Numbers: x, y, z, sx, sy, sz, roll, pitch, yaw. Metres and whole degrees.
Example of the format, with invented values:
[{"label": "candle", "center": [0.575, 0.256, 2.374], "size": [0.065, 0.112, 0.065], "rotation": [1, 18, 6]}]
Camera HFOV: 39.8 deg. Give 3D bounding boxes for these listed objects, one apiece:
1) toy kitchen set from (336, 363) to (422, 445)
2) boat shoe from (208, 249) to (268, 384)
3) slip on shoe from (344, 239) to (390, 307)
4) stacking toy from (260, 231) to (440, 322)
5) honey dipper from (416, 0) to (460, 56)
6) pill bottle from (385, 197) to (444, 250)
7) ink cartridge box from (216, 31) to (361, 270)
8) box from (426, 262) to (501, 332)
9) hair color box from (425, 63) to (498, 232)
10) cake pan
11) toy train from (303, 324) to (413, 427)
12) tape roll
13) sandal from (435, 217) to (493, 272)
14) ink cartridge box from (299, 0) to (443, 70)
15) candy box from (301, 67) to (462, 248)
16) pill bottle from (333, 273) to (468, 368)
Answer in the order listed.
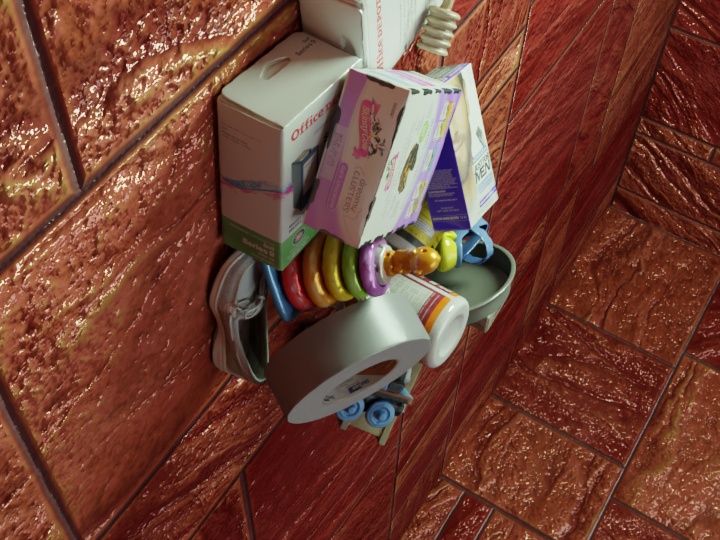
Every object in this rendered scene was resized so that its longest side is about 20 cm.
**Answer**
[{"label": "toy kitchen set", "center": [-0.004, 0.138, 1.610], "size": [0.180, 0.162, 0.201], "rotation": [-120, -126, -78]}, {"label": "boat shoe", "center": [-0.132, 0.053, 1.160], "size": [0.074, 0.064, 0.203], "rotation": [-45, 155, -44]}, {"label": "slip on shoe", "center": [0.000, 0.000, 1.347], "size": [0.061, 0.074, 0.201], "rotation": [-40, -137, 36]}, {"label": "stacking toy", "center": [-0.003, -0.008, 1.118], "size": [0.116, 0.198, 0.110], "rotation": [-62, 143, -47]}, {"label": "honey dipper", "center": [0.111, -0.333, 1.072], "size": [0.038, 0.038, 0.201], "rotation": [-21, 134, -64]}, {"label": "pill bottle", "center": [0.091, -0.111, 1.469], "size": [0.201, 0.114, 0.114], "rotation": [-59, 162, -11]}, {"label": "ink cartridge box", "center": [-0.075, -0.124, 1.040], "size": [0.145, 0.087, 0.201], "rotation": [-49, 155, -37]}, {"label": "box", "center": [0.142, 0.015, 1.641], "size": [0.082, 0.199, 0.068], "rotation": [-54, 163, -19]}, {"label": "hair color box", "center": [0.125, -0.167, 1.350], "size": [0.109, 0.064, 0.201], "rotation": [-44, 124, -51]}, {"label": "cake pan", "center": [0.143, 0.023, 1.528], "size": [0.200, 0.199, 0.037], "rotation": [-47, 132, -39]}, {"label": "toy train", "center": [-0.012, 0.156, 1.461], "size": [0.115, 0.199, 0.087], "rotation": [-67, -157, 13]}, {"label": "tape roll", "center": [-0.015, 0.108, 1.204], "size": [0.199, 0.066, 0.200], "rotation": [-26, 162, -9]}, {"label": "sandal", "center": [0.159, -0.069, 1.554], "size": [0.201, 0.086, 0.080], "rotation": [-89, -177, -46]}, {"label": "ink cartridge box", "center": [0.022, -0.305, 1.058], "size": [0.201, 0.084, 0.146], "rotation": [-56, 161, -25]}, {"label": "candy box", "center": [0.027, -0.126, 1.067], "size": [0.200, 0.071, 0.169], "rotation": [-25, 137, -68]}, {"label": "pill bottle", "center": [0.046, 0.047, 1.413], "size": [0.110, 0.199, 0.110], "rotation": [-46, 152, -33]}]
